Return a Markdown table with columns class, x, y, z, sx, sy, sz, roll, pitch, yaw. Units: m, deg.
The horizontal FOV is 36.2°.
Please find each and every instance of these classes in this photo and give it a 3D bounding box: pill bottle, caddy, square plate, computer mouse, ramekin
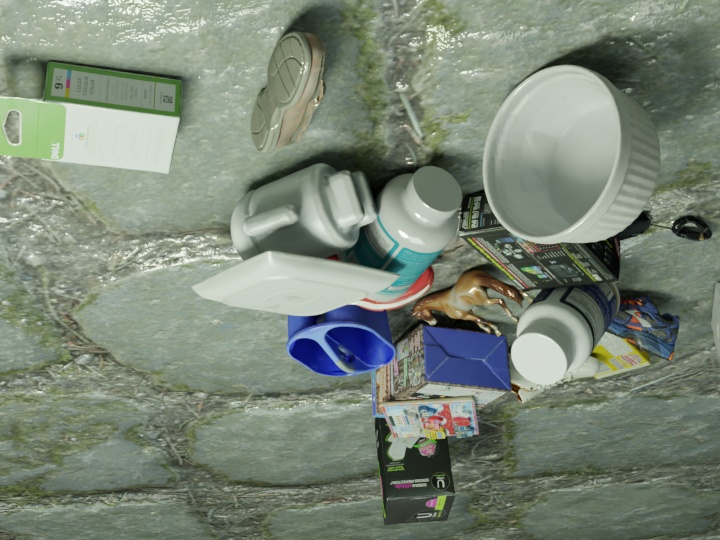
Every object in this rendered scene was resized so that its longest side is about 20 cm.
| class | x | y | z | sx | sy | sz | roll | pitch | yaw |
| --- | --- | --- | --- | --- | --- | --- | --- | --- | --- |
| pill bottle | 0.056 | -0.051 | 1.429 | 0.110 | 0.111 | 0.200 | 9 | 147 | -22 |
| caddy | -0.030 | 0.102 | 1.664 | 0.141 | 0.105 | 0.200 | -19 | 150 | 19 |
| square plate | -0.084 | 0.023 | 1.401 | 0.199 | 0.029 | 0.198 | 11 | 160 | -35 |
| pill bottle | 0.290 | 0.078 | 1.577 | 0.111 | 0.200 | 0.112 | 15 | 123 | 25 |
| computer mouse | 0.409 | -0.054 | 1.551 | 0.199 | 0.034 | 0.059 | 4 | 147 | -15 |
| ramekin | 0.246 | -0.124 | 1.260 | 0.105 | 0.201 | 0.200 | 11 | 147 | -40 |

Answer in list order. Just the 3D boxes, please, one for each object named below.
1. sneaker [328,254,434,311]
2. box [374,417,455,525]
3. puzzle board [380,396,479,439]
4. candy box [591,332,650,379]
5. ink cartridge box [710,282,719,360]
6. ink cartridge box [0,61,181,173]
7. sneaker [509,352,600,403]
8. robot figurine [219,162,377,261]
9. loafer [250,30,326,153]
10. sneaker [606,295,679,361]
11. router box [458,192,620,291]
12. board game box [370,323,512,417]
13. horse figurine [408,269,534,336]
| class | x | y | z | sx | sy | sz | roll | pitch | yaw |
| --- | --- | --- | --- | --- | --- | --- | --- | --- | --- |
| sneaker | 0.000 | 0.000 | 1.539 | 0.199 | 0.079 | 0.116 | -10 | 150 | 6 |
| box | 0.095 | 0.341 | 1.997 | 0.124 | 0.201 | 0.149 | -3 | 149 | -3 |
| puzzle board | 0.119 | 0.250 | 1.832 | 0.150 | 0.017 | 0.200 | -5 | 155 | 7 |
| candy box | 0.409 | 0.130 | 1.862 | 0.102 | 0.027 | 0.200 | -21 | 146 | 25 |
| ink cartridge box | 0.668 | 0.098 | 1.730 | 0.199 | 0.147 | 0.147 | -10 | 149 | 9 |
| ink cartridge box | -0.304 | -0.171 | 1.225 | 0.199 | 0.060 | 0.104 | 5 | 147 | -15 |
| sneaker | 0.305 | 0.186 | 1.863 | 0.199 | 0.085 | 0.073 | -2 | 155 | 9 |
| robot figurine | -0.080 | -0.063 | 1.387 | 0.199 | 0.114 | 0.169 | -20 | 171 | 22 |
| loafer | -0.070 | -0.199 | 1.219 | 0.063 | 0.072 | 0.200 | -10 | 160 | -25 |
| sneaker | 0.419 | 0.069 | 1.731 | 0.199 | 0.079 | 0.075 | 26 | 179 | -22 |
| router box | 0.245 | -0.042 | 1.487 | 0.149 | 0.062 | 0.200 | -8 | 152 | 33 |
| board game box | 0.128 | 0.174 | 1.802 | 0.159 | 0.097 | 0.200 | 9 | 154 | -22 |
| horse figurine | 0.173 | 0.047 | 1.651 | 0.132 | 0.050 | 0.200 | 29 | 151 | -11 |
